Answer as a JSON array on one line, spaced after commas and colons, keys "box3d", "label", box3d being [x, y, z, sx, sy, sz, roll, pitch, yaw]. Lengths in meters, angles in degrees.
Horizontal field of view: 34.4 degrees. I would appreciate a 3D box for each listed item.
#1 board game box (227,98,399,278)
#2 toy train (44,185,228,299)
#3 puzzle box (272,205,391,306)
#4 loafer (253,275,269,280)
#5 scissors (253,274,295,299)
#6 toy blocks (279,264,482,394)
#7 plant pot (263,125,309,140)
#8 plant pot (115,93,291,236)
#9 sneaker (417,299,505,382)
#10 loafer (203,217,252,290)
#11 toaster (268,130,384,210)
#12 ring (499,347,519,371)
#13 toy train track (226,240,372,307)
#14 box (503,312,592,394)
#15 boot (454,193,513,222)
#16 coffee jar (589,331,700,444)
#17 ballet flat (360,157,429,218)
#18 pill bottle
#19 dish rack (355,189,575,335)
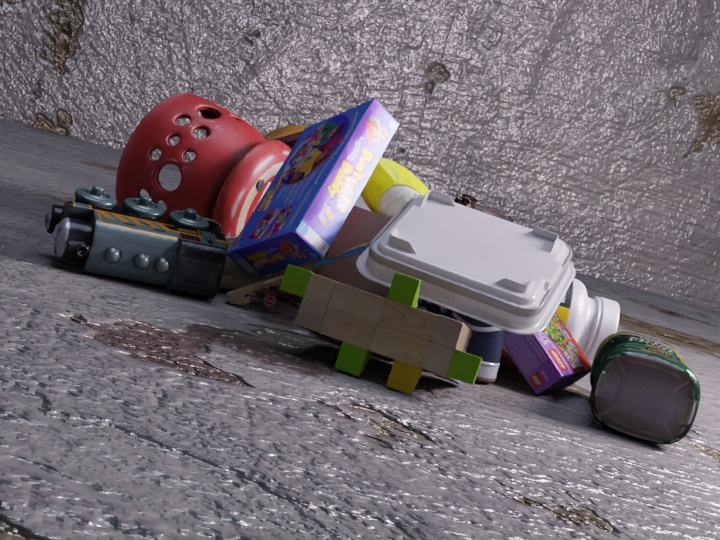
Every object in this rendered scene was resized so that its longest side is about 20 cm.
[{"box3d": [-0.053, -0.091, 1.295, 0.045, 0.201, 0.134, 43, -32, -24], "label": "board game box"}, {"box3d": [-0.232, -0.028, 1.230, 0.199, 0.086, 0.114, 13, 16, -22], "label": "toy train"}, {"box3d": [-0.018, -0.009, 1.329, 0.199, 0.134, 0.025, 22, 5, 43], "label": "puzzle box"}, {"box3d": [-0.108, -0.015, 1.463, 0.072, 0.063, 0.200, 55, 36, 3], "label": "loafer"}, {"box3d": [-0.064, -0.056, 1.346, 0.073, 0.201, 0.014, 20, -7, 42], "label": "scissors"}, {"box3d": [0.029, 0.059, 1.116, 0.199, 0.101, 0.137, 18, -5, 14], "label": "toy blocks"}, {"box3d": [-0.118, -0.118, 1.900, 0.199, 0.201, 0.183, 16, 22, 5], "label": "plant pot"}, {"box3d": [-0.189, -0.108, 1.523, 0.182, 0.202, 0.200, 26, 9, 21], "label": "plant pot"}, {"box3d": [0.059, 0.038, 1.211, 0.199, 0.109, 0.070, 16, 8, 0], "label": "sneaker"}, {"box3d": [-0.198, -0.031, 1.371, 0.199, 0.069, 0.075, 20, 7, 33], "label": "loafer"}, {"box3d": [-0.049, -0.098, 1.611, 0.199, 0.182, 0.118, -10, -6, 37], "label": "toaster"}, {"box3d": [0.109, 0.053, 1.350, 0.200, 0.019, 0.201, 39, 10, -8], "label": "ring"}, {"box3d": [-0.045, 0.005, 1.253, 0.199, 0.033, 0.115, -20, 4, 2], "label": "toy train track"}, {"box3d": [0.175, 0.041, 1.298, 0.201, 0.039, 0.137, 57, 21, 15], "label": "box"}, {"box3d": [0.114, -0.020, 1.566, 0.199, 0.175, 0.069, 10, 8, -43], "label": "boot"}, {"box3d": [0.293, 0.117, 1.214, 0.104, 0.086, 0.200, 17, 6, 9], "label": "coffee jar"}, {"box3d": [0.071, -0.049, 1.338, 0.200, 0.067, 0.067, 50, 3, -15], "label": "ballet flat"}, {"box3d": [0.226, 0.053, 1.501, 0.199, 0.112, 0.111, 15, 6, -1], "label": "pill bottle"}, {"box3d": [0.112, -0.019, 1.169, 0.199, 0.044, 0.172, 21, 33, 15], "label": "dish rack"}]
